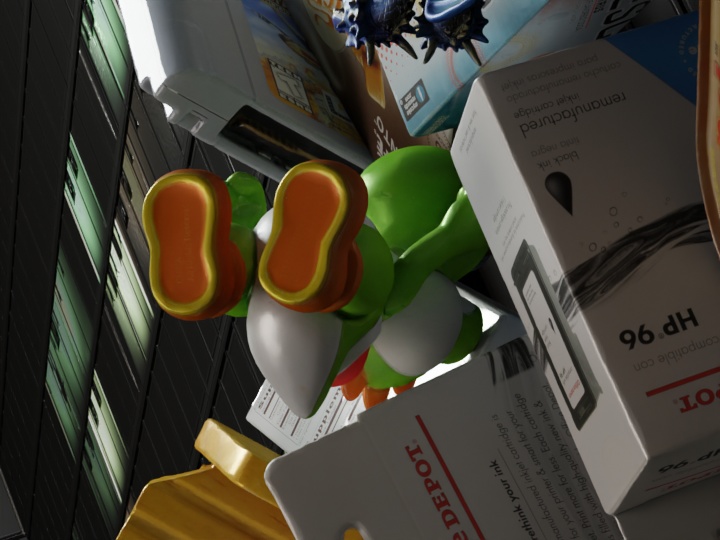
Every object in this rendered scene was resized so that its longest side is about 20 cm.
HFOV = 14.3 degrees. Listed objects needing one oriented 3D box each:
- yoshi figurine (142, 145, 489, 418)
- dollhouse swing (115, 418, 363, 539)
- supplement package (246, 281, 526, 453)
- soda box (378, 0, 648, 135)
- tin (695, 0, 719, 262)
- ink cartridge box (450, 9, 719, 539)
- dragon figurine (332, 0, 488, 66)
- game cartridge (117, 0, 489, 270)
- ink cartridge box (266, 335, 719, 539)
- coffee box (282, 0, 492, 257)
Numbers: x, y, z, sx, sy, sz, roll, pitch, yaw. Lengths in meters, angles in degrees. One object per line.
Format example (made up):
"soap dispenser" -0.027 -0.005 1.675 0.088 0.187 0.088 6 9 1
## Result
"yoshi figurine" -0.003 -0.015 1.143 0.113 0.112 0.200 51 -168 23
"dollhouse swing" -0.049 0.195 1.256 0.181 0.201 0.176 28 -179 1
"supplement package" 0.045 0.068 1.325 0.110 0.113 0.200 -62 23 1
"soda box" 0.073 -0.125 1.102 0.200 0.063 0.069 -43 65 59
"tin" 0.147 -0.039 0.943 0.200 0.042 0.112 83 163 -55
"ink cartridge box" 0.126 0.012 1.066 0.068 0.115 0.201 110 140 -66
"dragon figurine" 0.048 -0.122 1.004 0.200 0.059 0.100 -1 101 62
"game cartridge" -0.027 -0.084 1.370 0.042 0.200 0.134 -44 38 26
"ink cartridge box" 0.067 0.093 1.143 0.116 0.199 0.068 62 161 12
"coffee box" 0.032 -0.116 1.306 0.115 0.079 0.200 94 153 -51
